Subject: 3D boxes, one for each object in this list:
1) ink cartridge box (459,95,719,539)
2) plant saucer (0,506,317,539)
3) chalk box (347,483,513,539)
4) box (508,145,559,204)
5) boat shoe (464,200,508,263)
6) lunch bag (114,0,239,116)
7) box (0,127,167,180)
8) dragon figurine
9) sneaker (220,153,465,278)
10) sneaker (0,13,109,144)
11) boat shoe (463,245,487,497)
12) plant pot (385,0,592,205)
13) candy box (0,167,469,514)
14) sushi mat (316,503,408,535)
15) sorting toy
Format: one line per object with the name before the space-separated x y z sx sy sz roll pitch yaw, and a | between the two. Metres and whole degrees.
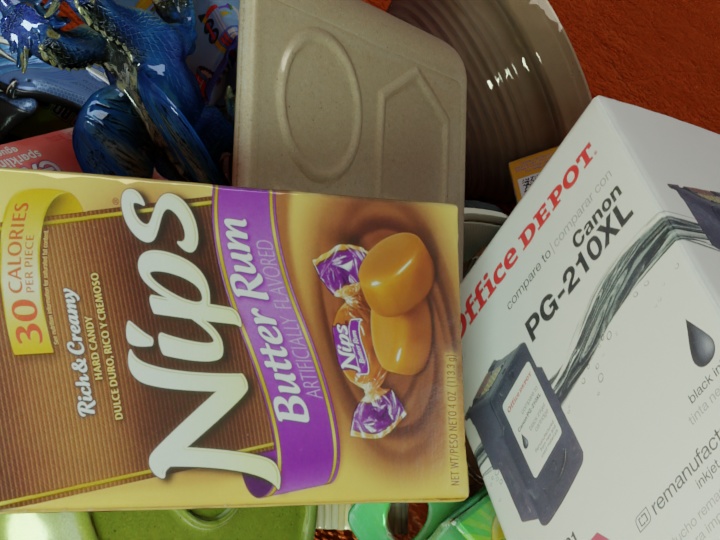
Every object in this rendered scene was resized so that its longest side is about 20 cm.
ink cartridge box | 0.118 0.052 0.661 0.084 0.145 0.201 14 36 -30
plant saucer | -0.074 0.079 0.681 0.199 0.031 0.202 25 59 -50
chalk box | 0.070 0.163 0.727 0.200 0.125 0.124 43 31 14
box | 0.133 0.032 0.992 0.201 0.041 0.120 -93 164 -52
boat shoe | 0.016 -0.027 0.985 0.199 0.072 0.068 -3 48 -43
lunch bag | -0.053 -0.115 1.044 0.199 0.094 0.151 25 28 -43
box | -0.155 0.012 0.727 0.095 0.103 0.200 44 30 14
dragon figurine | -0.087 -0.061 0.723 0.201 0.058 0.100 62 25 -18
sneaker | 0.000 0.000 0.861 0.199 0.077 0.079 36 74 -2
sneaker | -0.195 -0.102 0.868 0.199 0.079 0.089 29 28 -12
boat shoe | 0.068 0.055 0.927 0.072 0.068 0.201 24 32 -19
plant pot | 0.068 -0.118 1.102 0.092 0.201 0.201 -28 60 -12
candy box | -0.055 0.030 0.618 0.198 0.056 0.118 2 81 -31
sushi mat | -0.016 0.025 0.806 0.095 0.012 0.202 5 80 -21
sorting toy | -0.006 -0.029 0.754 0.185 0.036 0.202 13 72 -57
